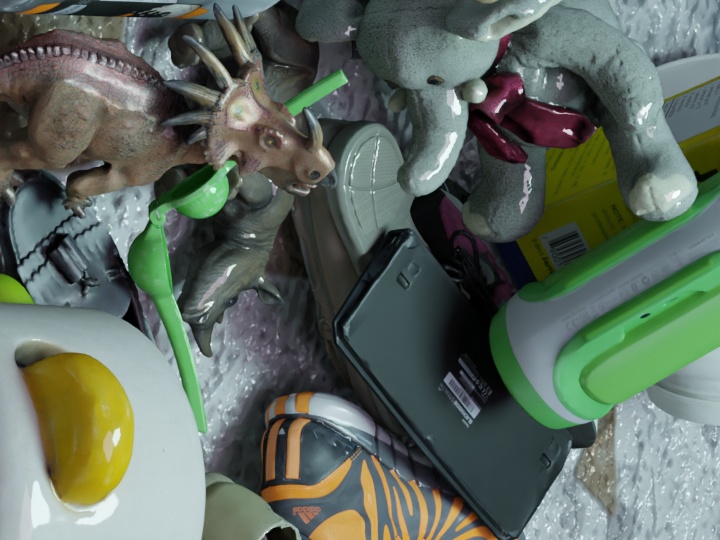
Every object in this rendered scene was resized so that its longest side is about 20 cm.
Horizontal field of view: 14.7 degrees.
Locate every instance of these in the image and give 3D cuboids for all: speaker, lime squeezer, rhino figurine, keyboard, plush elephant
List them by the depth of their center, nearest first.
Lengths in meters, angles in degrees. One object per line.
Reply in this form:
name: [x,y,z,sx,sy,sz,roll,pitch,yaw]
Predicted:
lime squeezer: [-0.075,-0.019,1.400,0.038,0.070,0.201,-35,148,-76]
plush elephant: [0.063,-0.103,1.432,0.154,0.164,0.201,-12,100,-38]
rhino figurine: [-0.064,-0.051,1.462,0.087,0.060,0.201,-11,112,-61]
speaker: [0.167,0.008,1.483,0.088,0.200,0.089,40,32,-32]
keyboard: [0.052,0.056,1.555,0.104,0.040,0.200,-53,129,-20]

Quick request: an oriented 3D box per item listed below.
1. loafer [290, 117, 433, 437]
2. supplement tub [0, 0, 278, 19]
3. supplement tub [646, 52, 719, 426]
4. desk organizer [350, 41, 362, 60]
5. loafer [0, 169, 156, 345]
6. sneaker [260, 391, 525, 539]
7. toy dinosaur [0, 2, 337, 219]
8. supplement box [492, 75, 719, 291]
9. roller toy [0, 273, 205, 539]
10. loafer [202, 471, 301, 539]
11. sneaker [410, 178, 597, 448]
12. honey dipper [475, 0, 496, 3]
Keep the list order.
loafer: [0.000,0.000,1.547,0.072,0.063,0.201,-41,133,-37]
supplement tub: [-0.126,-0.182,1.321,0.200,0.122,0.123,-3,103,-44]
supplement tub: [0.228,-0.021,1.705,0.140,0.140,0.201,-26,118,-38]
desk organizer: [0.026,-0.221,1.492,0.071,0.077,0.201,-5,124,-12]
loafer: [-0.131,0.030,1.417,0.072,0.063,0.200,-42,128,-29]
sneaker: [0.012,0.157,1.566,0.200,0.077,0.112,30,54,-34]
toy dinosaur: [-0.119,-0.082,1.323,0.199,0.135,0.086,7,73,-34]
supplement box: [0.190,-0.034,1.568,0.110,0.199,0.109,60,26,-15]
roller toy: [-0.175,0.107,1.306,0.139,0.200,0.183,4,104,-44]
loafer: [-0.045,0.200,1.482,0.076,0.068,0.200,-41,122,-26]
sneaker: [0.080,0.013,1.631,0.200,0.080,0.087,58,37,-34]
honey dipper: [-0.001,-0.160,1.395,0.038,0.200,0.038,-14,111,-43]
